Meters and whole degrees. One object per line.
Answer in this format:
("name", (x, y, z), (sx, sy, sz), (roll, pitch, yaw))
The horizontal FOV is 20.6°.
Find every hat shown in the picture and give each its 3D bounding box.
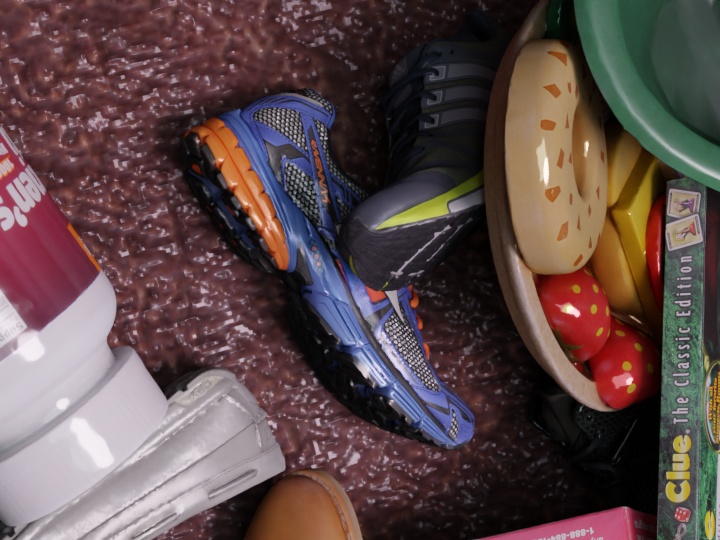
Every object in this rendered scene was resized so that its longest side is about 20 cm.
("hat", (0.160, -0.091, 0.912), (0.199, 0.176, 0.167), (13, 76, -13))

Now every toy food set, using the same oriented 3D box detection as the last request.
("toy food set", (0.114, -0.038, 0.895), (0.198, 0.048, 0.201), (-57, 133, -46))

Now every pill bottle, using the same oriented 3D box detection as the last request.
("pill bottle", (-0.175, 0.004, 0.860), (0.109, 0.110, 0.201), (-37, 103, -12))

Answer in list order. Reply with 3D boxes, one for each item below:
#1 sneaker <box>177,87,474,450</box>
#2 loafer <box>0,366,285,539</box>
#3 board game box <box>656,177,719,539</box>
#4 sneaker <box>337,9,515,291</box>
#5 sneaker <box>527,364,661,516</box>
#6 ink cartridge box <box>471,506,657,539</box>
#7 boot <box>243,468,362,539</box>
("sneaker", (0.000, 0.000, 0.935), (0.078, 0.075, 0.201), (-37, 104, -15))
("loafer", (-0.120, 0.125, 0.904), (0.200, 0.070, 0.070), (-38, 97, -13))
("board game box", (0.162, 0.068, 0.897), (0.105, 0.023, 0.201), (28, 63, -59))
("sneaker", (0.035, -0.057, 0.911), (0.081, 0.074, 0.200), (45, 36, 1))
("sneaker", (0.133, 0.109, 0.981), (0.113, 0.076, 0.201), (5, 89, -15))
("ink cartridge box", (0.086, 0.223, 0.896), (0.084, 0.144, 0.201), (25, 54, -56))
("boot", (-0.083, 0.178, 0.883), (0.155, 0.076, 0.201), (18, 91, -46))
